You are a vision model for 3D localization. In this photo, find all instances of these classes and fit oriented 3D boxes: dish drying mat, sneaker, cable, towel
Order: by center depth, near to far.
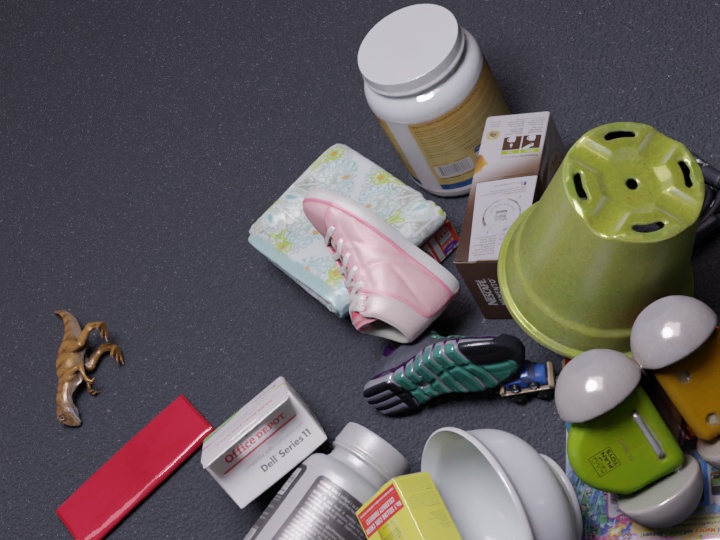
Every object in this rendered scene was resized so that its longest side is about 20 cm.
[{"bbox_3d":[0.088,0.085,1.397,0.200,0.074,0.088,-21,37,34],"label":"sneaker"},{"bbox_3d":[0.000,0.000,1.418,0.200,0.075,0.105,36,73,6],"label":"sneaker"},{"bbox_3d":[0.297,-0.063,1.434,0.200,0.051,0.163,-35,47,0],"label":"cable"},{"bbox_3d":[-0.260,0.234,1.528,0.200,0.018,0.077,-43,48,-9],"label":"dish drying mat"},{"bbox_3d":[-0.022,-0.051,1.533,0.171,0.048,0.200,-45,49,-8],"label":"towel"}]

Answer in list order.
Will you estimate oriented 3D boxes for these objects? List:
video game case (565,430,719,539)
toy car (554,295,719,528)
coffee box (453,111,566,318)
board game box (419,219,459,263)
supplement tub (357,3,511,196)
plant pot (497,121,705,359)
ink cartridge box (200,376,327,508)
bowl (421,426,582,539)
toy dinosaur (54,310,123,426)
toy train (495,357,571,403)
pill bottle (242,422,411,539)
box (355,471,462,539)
[{"bbox_3d":[0.295,0.188,1.262,0.200,0.024,0.182,-9,52,21],"label":"video game case"},{"bbox_3d":[0.273,0.121,1.220,0.200,0.175,0.150,-35,13,0],"label":"toy car"},{"bbox_3d":[0.173,-0.061,1.455,0.080,0.114,0.200,-2,54,26],"label":"coffee box"},{"bbox_3d":[-0.001,-0.035,1.574,0.152,0.046,0.200,-47,48,-10],"label":"board game box"},{"bbox_3d":[0.091,-0.198,1.545,0.144,0.200,0.145,-14,50,18],"label":"supplement tub"},{"bbox_3d":[0.242,-0.038,1.260,0.200,0.184,0.201,1,62,-2],"label":"plant pot"},{"bbox_3d":[-0.102,0.179,1.373,0.117,0.067,0.200,-39,4,-3],"label":"ink cartridge box"},{"bbox_3d":[0.143,0.229,1.224,0.090,0.201,0.201,-15,42,-23],"label":"bowl"},{"bbox_3d":[-0.358,0.097,1.656,0.106,0.060,0.200,-21,48,14],"label":"toy dinosaur"},{"bbox_3d":[0.231,0.101,1.346,0.200,0.046,0.034,-13,51,19],"label":"toy train"},{"bbox_3d":[-0.038,0.256,1.328,0.111,0.111,0.200,25,70,39],"label":"pill bottle"},{"bbox_3d":[0.071,0.293,1.226,0.075,0.050,0.200,-48,57,39],"label":"box"}]
